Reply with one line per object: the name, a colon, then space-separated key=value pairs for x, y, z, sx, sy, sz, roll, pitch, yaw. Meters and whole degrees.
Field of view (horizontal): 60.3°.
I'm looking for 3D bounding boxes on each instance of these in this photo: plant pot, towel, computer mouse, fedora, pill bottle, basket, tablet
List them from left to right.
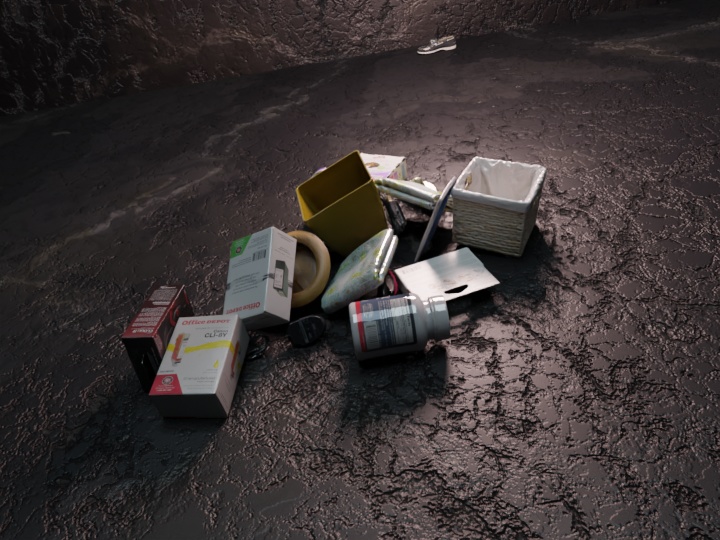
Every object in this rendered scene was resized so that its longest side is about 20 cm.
computer mouse: x=-0.168 y=0.149 z=1.362 sx=0.196 sy=0.060 sz=0.034 roll=-18 pitch=-6 yaw=-5
fedora: x=-0.149 y=0.006 z=1.486 sx=0.197 sy=0.082 sz=0.205 roll=-8 pitch=64 yaw=17
plant pot: x=-0.034 y=-0.158 z=1.618 sx=0.198 sy=0.178 sz=0.201 roll=-30 pitch=34 yaw=6
towel: x=0.000 y=0.000 z=1.435 sx=0.170 sy=0.048 sz=0.201 roll=-34 pitch=20 yaw=34
computer mouse: x=0.088 y=-0.144 z=1.644 sx=0.043 sy=0.111 sz=0.200 roll=-25 pitch=-3 yaw=9
pill bottle: x=0.080 y=0.111 z=1.275 sx=0.196 sy=0.121 sz=0.120 roll=-9 pitch=33 yaw=0
towel: x=0.156 y=-0.204 z=1.653 sx=0.198 sy=0.049 sz=0.170 roll=24 pitch=13 yaw=34
tablet: x=0.184 y=-0.125 z=1.532 sx=0.013 sy=0.202 sz=0.131 roll=26 pitch=43 yaw=9
basket: x=0.346 y=-0.163 z=1.556 sx=0.196 sy=0.163 sz=0.199 roll=13 pitch=39 yaw=23

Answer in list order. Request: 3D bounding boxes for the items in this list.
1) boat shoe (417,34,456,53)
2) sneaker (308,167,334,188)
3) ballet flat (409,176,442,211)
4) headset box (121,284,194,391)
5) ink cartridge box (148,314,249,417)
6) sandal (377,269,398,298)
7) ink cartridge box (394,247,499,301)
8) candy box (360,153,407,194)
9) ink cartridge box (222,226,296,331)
boat shoe: x=0.373 y=-1.112 z=3.042 sx=0.196 sy=0.061 sz=0.076 roll=-15 pitch=34 yaw=-7
sneaker: x=-0.122 y=-0.227 z=1.750 sx=0.079 sy=0.201 sz=0.085 roll=6 pitch=59 yaw=-12
ballet flat: x=0.176 y=-0.233 z=1.800 sx=0.066 sy=0.068 sz=0.199 roll=-23 pitch=35 yaw=-23
headset box: x=-0.425 y=0.149 z=1.327 sx=0.073 sy=0.151 sz=0.201 roll=-2 pitch=33 yaw=10
ink cartridge box: x=-0.325 y=0.192 z=1.268 sx=0.142 sy=0.084 sz=0.202 roll=-4 pitch=44 yaw=11
sandal: x=0.065 y=0.034 z=1.440 sx=0.044 sy=0.076 sz=0.201 roll=7 pitch=31 yaw=-2
ink cartridge box: x=0.198 y=0.028 z=1.433 sx=0.196 sy=0.044 sz=0.174 roll=-17 pitch=35 yaw=-11
candy box: x=0.031 y=-0.282 z=1.907 sx=0.165 sy=0.073 sz=0.200 roll=10 pitch=39 yaw=28
ink cartridge box: x=-0.228 y=0.024 z=1.400 sx=0.144 sy=0.084 sz=0.204 roll=-14 pitch=62 yaw=36
